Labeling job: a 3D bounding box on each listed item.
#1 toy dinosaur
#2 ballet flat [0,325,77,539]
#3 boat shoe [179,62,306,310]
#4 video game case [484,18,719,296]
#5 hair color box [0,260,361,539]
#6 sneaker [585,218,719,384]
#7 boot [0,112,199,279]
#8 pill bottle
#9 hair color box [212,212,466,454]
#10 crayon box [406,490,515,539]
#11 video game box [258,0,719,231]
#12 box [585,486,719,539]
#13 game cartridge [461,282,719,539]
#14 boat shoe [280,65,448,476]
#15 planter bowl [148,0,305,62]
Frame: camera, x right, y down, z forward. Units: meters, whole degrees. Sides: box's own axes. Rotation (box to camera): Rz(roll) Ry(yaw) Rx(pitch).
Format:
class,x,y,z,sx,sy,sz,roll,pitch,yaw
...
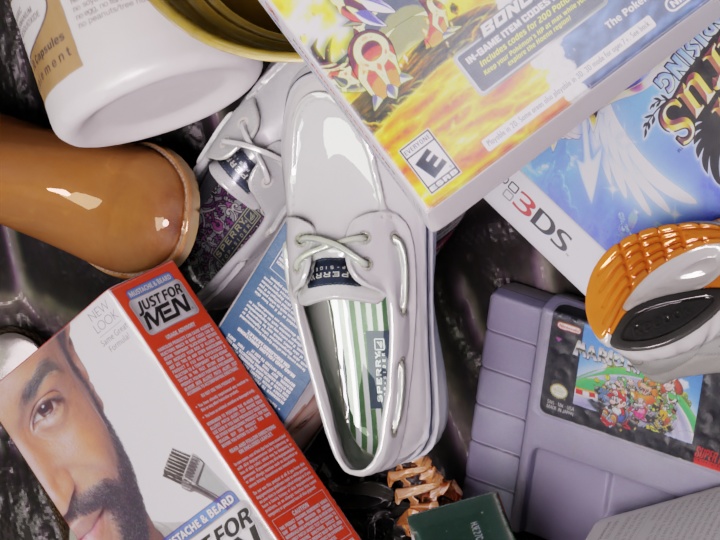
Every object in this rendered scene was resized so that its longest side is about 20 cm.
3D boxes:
class,x,y,z,sx,sy,sz,roll,pitch,yaw
toy dinosaur,0.023,0.150,1.570,0.135,0.102,0.201,8,108,22
ballet flat,-0.156,0.120,1.700,0.067,0.046,0.201,-31,94,3
boat shoe,-0.053,-0.054,1.562,0.072,0.068,0.200,47,123,10
video game case,0.126,-0.103,1.453,0.181,0.045,0.200,43,122,11
hair color box,-0.089,0.111,1.518,0.111,0.064,0.201,-38,82,34
sneaker,0.209,0.000,1.423,0.199,0.092,0.076,-15,65,12
boot,-0.190,-0.053,1.565,0.200,0.155,0.077,29,103,45
pill bottle,-0.133,-0.175,1.533,0.114,0.114,0.201,-28,76,34
hair color box,-0.027,0.027,1.553,0.060,0.100,0.200,40,122,11
crayon box,0.075,0.223,1.494,0.050,0.127,0.201,-16,135,-4
video game box,0.057,-0.150,1.372,0.200,0.047,0.183,-37,75,-3
box,0.213,0.180,1.424,0.199,0.106,0.153,-19,101,25
game cartridge,0.148,0.091,1.509,0.199,0.038,0.130,18,118,26
boat shoe,0.000,0.000,1.429,0.073,0.067,0.201,-10,100,27
planter bowl,-0.015,-0.176,1.468,0.199,0.084,0.202,-5,67,11
